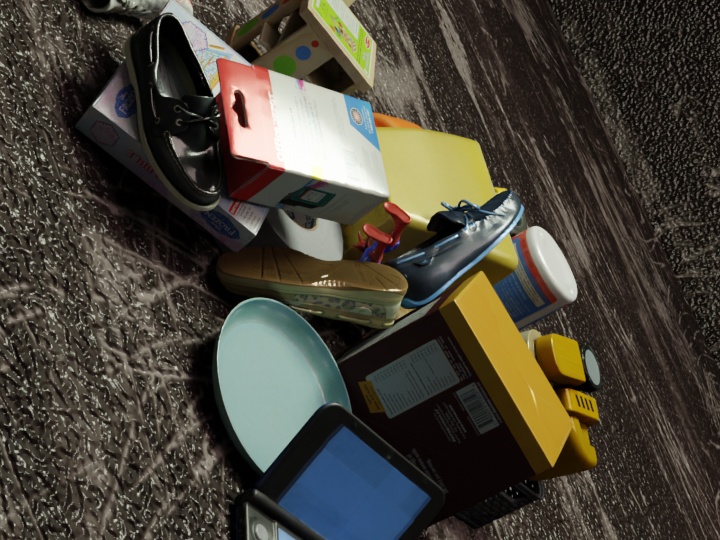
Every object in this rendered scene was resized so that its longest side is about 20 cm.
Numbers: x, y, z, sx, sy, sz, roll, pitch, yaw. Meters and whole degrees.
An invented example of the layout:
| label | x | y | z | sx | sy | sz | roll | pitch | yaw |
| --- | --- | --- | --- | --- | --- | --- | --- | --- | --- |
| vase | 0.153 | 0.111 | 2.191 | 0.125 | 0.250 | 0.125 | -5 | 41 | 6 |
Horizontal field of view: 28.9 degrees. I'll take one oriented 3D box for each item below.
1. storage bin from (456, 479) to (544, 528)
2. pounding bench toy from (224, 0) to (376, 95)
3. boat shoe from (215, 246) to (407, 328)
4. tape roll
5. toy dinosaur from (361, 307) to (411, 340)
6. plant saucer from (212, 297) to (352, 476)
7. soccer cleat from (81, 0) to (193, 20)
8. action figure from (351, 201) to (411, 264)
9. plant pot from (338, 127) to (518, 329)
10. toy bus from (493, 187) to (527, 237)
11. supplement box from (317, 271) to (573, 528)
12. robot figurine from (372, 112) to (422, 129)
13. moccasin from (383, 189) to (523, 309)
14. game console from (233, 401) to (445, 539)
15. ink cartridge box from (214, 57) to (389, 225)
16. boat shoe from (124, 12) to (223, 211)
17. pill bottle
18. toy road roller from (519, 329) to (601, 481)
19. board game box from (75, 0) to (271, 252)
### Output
| label | x | y | z | sx | sy | sz | roll | pitch | yaw |
| --- | --- | --- | --- | --- | --- | --- | --- | --- | --- |
| storage bin | 0.131 | 0.190 | 1.678 | 0.135 | 0.094 | 0.200 | 39 | 30 | -43 |
| pounding bench toy | -0.079 | -0.271 | 1.704 | 0.124 | 0.156 | 0.200 | 49 | 24 | -25 |
| boat shoe | -0.052 | 0.023 | 1.430 | 0.199 | 0.063 | 0.073 | 9 | 30 | -12 |
| tape roll | -0.102 | -0.075 | 1.529 | 0.200 | 0.066 | 0.201 | 48 | 24 | -29 |
| toy dinosaur | 0.036 | 0.060 | 1.599 | 0.058 | 0.101 | 0.200 | 22 | -8 | 34 |
| plant saucer | -0.078 | 0.124 | 1.344 | 0.200 | 0.027 | 0.201 | 36 | 42 | -40 |
| soccer cleat | -0.256 | -0.297 | 1.477 | 0.200 | 0.068 | 0.085 | 31 | 45 | -47 |
| action figure | 0.000 | 0.000 | 1.536 | 0.052 | 0.200 | 0.065 | 32 | 54 | 7 |
| plant pot | 0.037 | -0.055 | 1.666 | 0.176 | 0.200 | 0.200 | 21 | 42 | -42 |
| toy bus | 0.142 | -0.018 | 1.939 | 0.192 | 0.136 | 0.201 | 9 | 56 | -48 |
| supplement box | 0.082 | 0.144 | 1.473 | 0.198 | 0.200 | 0.133 | 59 | 22 | -2 |
| robot figurine | 0.034 | -0.146 | 1.858 | 0.200 | 0.143 | 0.117 | -1 | 102 | -66 |
| moccasin | 0.105 | -0.038 | 1.522 | 0.200 | 0.080 | 0.068 | -42 | 100 | -36 |
| game console | -0.009 | 0.249 | 1.251 | 0.200 | 0.118 | 0.171 | 42 | 27 | -37 |
| ink cartridge box | -0.072 | -0.125 | 1.377 | 0.200 | 0.067 | 0.117 | 12 | 56 | -41 |
| boat shoe | -0.165 | -0.155 | 1.316 | 0.074 | 0.066 | 0.200 | 4 | 60 | -40 |
| pill bottle | 0.170 | 0.035 | 1.813 | 0.112 | 0.200 | 0.112 | 48 | 24 | -30 |
| toy road roller | 0.204 | 0.159 | 1.596 | 0.200 | 0.123 | 0.146 | 24 | 52 | -58 |
| board game box | -0.158 | -0.148 | 1.400 | 0.199 | 0.041 | 0.200 | 39 | 42 | -14 |
